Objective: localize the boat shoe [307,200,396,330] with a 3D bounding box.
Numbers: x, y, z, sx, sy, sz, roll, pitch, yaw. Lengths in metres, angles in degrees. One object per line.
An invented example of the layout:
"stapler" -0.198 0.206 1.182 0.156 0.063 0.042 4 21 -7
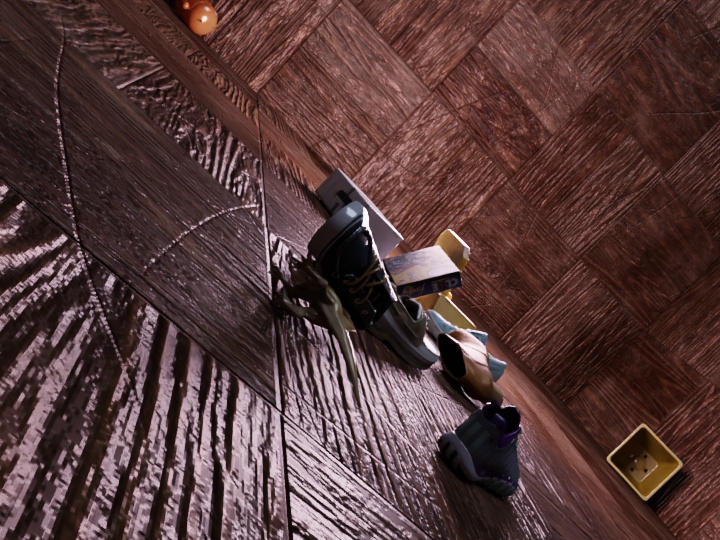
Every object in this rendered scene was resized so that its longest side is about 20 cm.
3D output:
"boat shoe" 0.000 0.000 0.771 0.091 0.071 0.201 49 -11 10

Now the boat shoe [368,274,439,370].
"boat shoe" 0.063 0.075 1.040 0.200 0.068 0.075 39 9 -45

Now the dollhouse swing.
"dollhouse swing" 0.218 0.043 1.703 0.181 0.176 0.200 42 7 -21

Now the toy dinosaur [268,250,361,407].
"toy dinosaur" -0.036 0.036 0.731 0.101 0.058 0.201 43 8 -32

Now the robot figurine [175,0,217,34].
"robot figurine" -0.583 -0.920 2.649 0.201 0.115 0.145 50 -23 29

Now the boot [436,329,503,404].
"boot" 0.171 0.141 1.288 0.144 0.070 0.202 44 12 -38

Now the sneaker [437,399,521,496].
"sneaker" 0.163 0.200 0.845 0.075 0.088 0.200 49 8 30

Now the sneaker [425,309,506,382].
"sneaker" 0.211 0.141 1.487 0.200 0.082 0.074 47 6 8

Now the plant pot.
"plant pot" 1.053 0.720 2.781 0.196 0.194 0.200 48 1 22

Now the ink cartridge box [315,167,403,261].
"ink cartridge box" -0.005 -0.129 1.726 0.144 0.084 0.201 41 9 -39

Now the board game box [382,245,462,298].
"board game box" 0.125 0.003 1.565 0.200 0.133 0.035 -110 -173 -72

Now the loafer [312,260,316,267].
"loafer" -0.018 -0.016 1.062 0.073 0.072 0.200 43 7 -5
